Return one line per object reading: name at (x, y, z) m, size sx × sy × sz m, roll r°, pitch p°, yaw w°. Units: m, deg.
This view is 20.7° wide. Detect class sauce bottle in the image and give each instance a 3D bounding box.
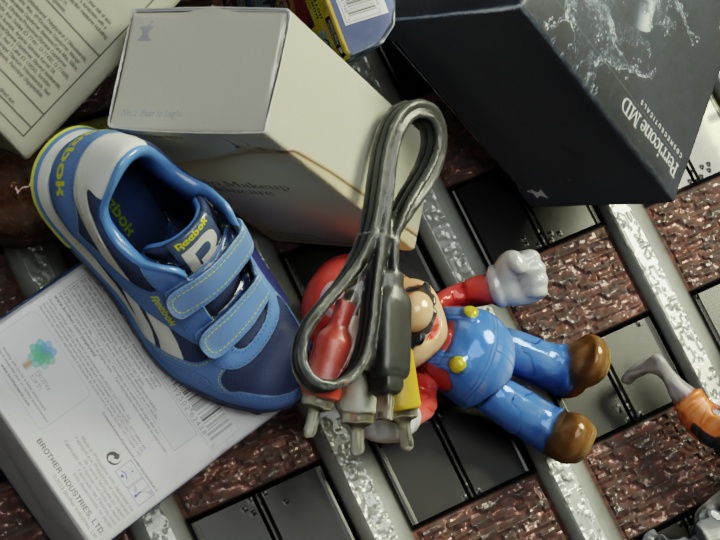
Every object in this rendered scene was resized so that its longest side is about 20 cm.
sauce bottle at (-0.176, -0.052, 1.153) m, size 0.199 × 0.066 × 0.066 m, roll -15°, pitch 77°, yaw -22°

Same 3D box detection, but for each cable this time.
cable at (0.000, 0.000, 1.094) m, size 0.097 × 0.050 × 0.201 m, roll 11°, pitch 76°, yaw -36°

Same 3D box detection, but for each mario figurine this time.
mario figurine at (0.059, 0.046, 1.166) m, size 0.199 × 0.106 × 0.124 m, roll 21°, pitch 31°, yaw -19°

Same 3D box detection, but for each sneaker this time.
sneaker at (-0.090, 0.004, 1.051) m, size 0.200 × 0.082 × 0.074 m, roll 46°, pitch 64°, yaw -22°

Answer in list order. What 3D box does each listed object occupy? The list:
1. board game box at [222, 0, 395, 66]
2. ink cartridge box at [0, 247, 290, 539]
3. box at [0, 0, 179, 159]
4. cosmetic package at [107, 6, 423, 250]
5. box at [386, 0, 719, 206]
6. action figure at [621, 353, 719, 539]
board game box at (-0.052, -0.203, 1.181) m, size 0.061 × 0.200 × 0.201 m, roll -20°, pitch 89°, yaw -22°
ink cartridge box at (-0.120, 0.050, 1.119) m, size 0.200 × 0.076 × 0.137 m, roll -36°, pitch 97°, yaw -24°
box at (-0.177, -0.179, 1.104) m, size 0.200 × 0.109 × 0.128 m, roll -48°, pitch 114°, yaw -12°
cosmetic package at (-0.045, -0.077, 1.116) m, size 0.103 × 0.200 × 0.074 m, roll 4°, pitch 75°, yaw 28°
box at (0.134, -0.175, 1.218) m, size 0.197 × 0.117 × 0.201 m, roll 44°, pitch 59°, yaw -40°
action figure at (0.244, 0.117, 1.199) m, size 0.199 × 0.105 × 0.194 m, roll -13°, pitch 57°, yaw -37°
